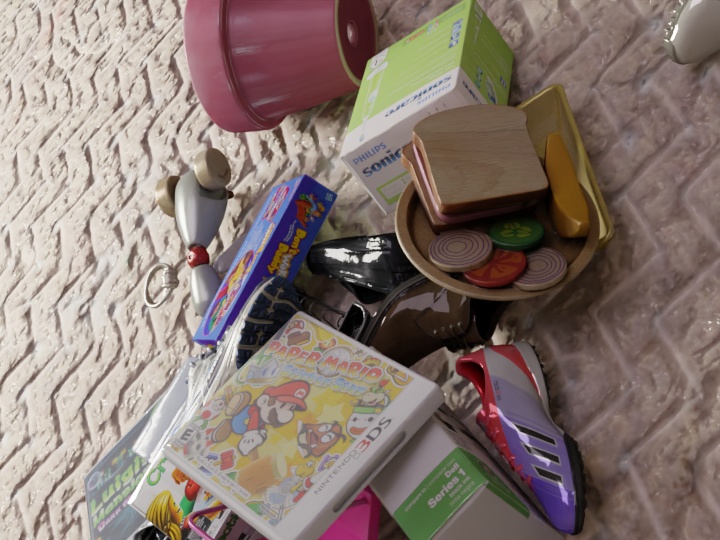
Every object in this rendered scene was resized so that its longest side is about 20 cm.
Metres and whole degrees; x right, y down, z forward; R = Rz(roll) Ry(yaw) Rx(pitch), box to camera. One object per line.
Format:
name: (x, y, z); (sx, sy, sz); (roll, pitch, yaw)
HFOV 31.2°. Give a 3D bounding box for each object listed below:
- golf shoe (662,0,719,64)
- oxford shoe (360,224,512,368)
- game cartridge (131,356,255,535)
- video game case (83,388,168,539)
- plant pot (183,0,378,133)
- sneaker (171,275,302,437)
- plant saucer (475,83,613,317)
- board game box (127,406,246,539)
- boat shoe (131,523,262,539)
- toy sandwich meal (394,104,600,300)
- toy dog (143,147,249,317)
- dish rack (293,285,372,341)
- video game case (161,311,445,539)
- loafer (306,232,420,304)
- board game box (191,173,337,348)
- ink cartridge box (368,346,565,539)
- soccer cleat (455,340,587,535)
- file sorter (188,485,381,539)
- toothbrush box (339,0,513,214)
golf shoe: (0.366, -0.244, 1.157); (0.200, 0.078, 0.098); (-40, 51, 18)
oxford shoe: (0.075, 0.045, 1.181); (0.200, 0.072, 0.085); (-43, 46, 14)
game cartridge: (-0.141, 0.167, 1.312); (0.199, 0.040, 0.134); (24, 76, 43)
video game case: (-0.233, 0.225, 1.433); (0.200, 0.023, 0.182); (-46, 32, 12)
plant pot: (-0.082, -0.268, 1.506); (0.177, 0.200, 0.202); (-3, 63, 23)
sneaker: (-0.126, 0.092, 1.224); (0.085, 0.077, 0.202); (9, 68, 43)
plant saucer: (0.148, -0.053, 1.258); (0.199, 0.048, 0.202); (-32, 49, 25)
board game box: (-0.130, 0.172, 1.252); (0.126, 0.035, 0.201); (24, 79, 43)
boat shoe: (-0.162, 0.264, 1.321); (0.201, 0.091, 0.071); (-53, 43, 4)
toy sandwich meal: (0.121, -0.063, 1.143); (0.202, 0.071, 0.207); (-1, 48, 1)
toy dog: (-0.177, -0.041, 1.535); (0.131, 0.096, 0.203); (-1, 80, 39)
dish rack: (-0.071, 0.091, 1.368); (0.199, 0.054, 0.155); (23, 82, 47)
video game case: (-0.053, 0.131, 1.097); (0.182, 0.023, 0.199); (-45, 39, -18)
loafer: (0.000, 0.000, 1.331); (0.200, 0.067, 0.071); (-2, 96, 62)
board game box: (-0.107, -0.001, 1.412); (0.202, 0.044, 0.134); (-63, 15, -11)
ink cartridge box: (0.065, 0.175, 1.126); (0.084, 0.146, 0.200); (-46, 44, 4)
soccer cleat: (0.140, 0.146, 1.117); (0.072, 0.069, 0.201); (-6, 46, -11)
file sorter: (-0.079, 0.276, 1.152); (0.138, 0.124, 0.203); (23, 114, 47)
toothbrush box: (0.071, -0.172, 1.323); (0.145, 0.086, 0.201); (-28, 26, 27)
